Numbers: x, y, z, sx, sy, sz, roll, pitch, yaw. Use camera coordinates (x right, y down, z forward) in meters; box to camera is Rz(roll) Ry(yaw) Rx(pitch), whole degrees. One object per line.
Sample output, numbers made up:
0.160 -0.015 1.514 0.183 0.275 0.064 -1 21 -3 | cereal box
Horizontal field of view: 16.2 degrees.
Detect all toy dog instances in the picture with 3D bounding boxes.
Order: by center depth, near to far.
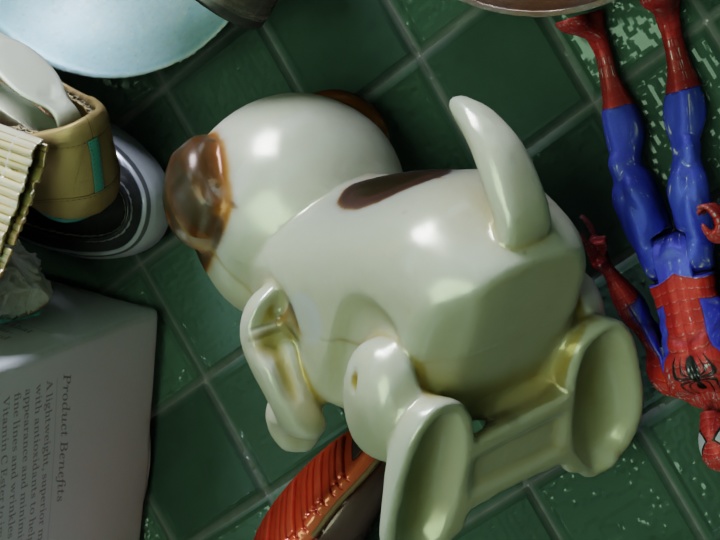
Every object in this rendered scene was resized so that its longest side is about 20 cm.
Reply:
0.000 0.000 1.073 0.200 0.139 0.195 35 146 41 | toy dog

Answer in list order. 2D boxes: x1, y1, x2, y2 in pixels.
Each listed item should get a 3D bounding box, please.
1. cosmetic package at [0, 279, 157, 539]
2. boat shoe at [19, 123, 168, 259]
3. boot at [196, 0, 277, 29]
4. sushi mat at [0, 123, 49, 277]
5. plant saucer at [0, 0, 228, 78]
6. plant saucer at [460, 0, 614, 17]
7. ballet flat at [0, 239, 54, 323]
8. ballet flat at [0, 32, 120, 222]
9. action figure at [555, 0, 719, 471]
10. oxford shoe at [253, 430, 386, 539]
-0.219 0.096 1.187 0.164 0.200 0.166 15 107 26 | cosmetic package
-0.184 -0.053 1.224 0.199 0.057 0.069 22 109 25 | boat shoe
-0.057 -0.221 1.080 0.200 0.069 0.175 39 108 6 | boot
-0.230 -0.040 1.161 0.199 0.012 0.096 20 85 34 | sushi mat
-0.112 -0.191 1.170 0.200 0.039 0.203 5 101 28 | plant saucer
0.079 -0.208 1.061 0.199 0.034 0.202 5 100 29 | plant saucer
-0.231 -0.027 1.194 0.199 0.072 0.072 16 106 32 | ballet flat
-0.183 -0.097 1.178 0.199 0.069 0.063 34 140 26 | ballet flat
0.130 -0.013 1.061 0.065 0.052 0.202 -14 94 27 | action figure
-0.025 0.159 1.178 0.072 0.071 0.201 28 111 -8 | oxford shoe
